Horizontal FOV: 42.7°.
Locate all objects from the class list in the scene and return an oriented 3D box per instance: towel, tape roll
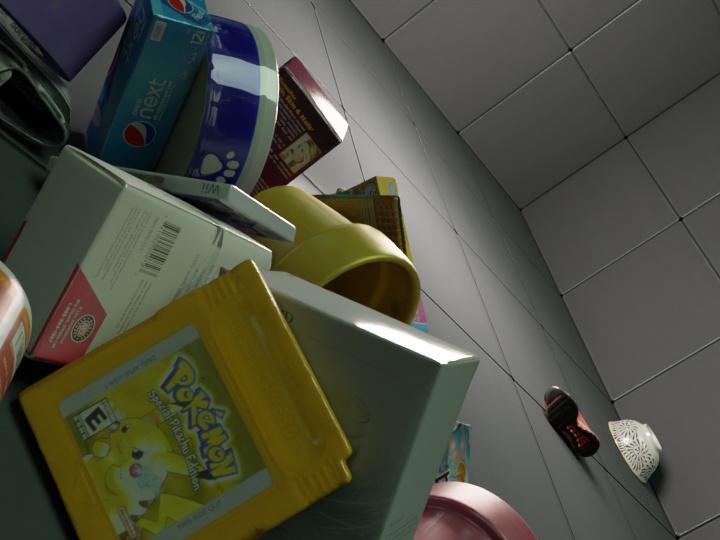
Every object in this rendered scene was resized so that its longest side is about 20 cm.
[{"bbox_3d":[-0.021,-0.022,1.146,0.022,0.198,0.149,-23,110,-47],"label":"towel"},{"bbox_3d":[-0.322,-0.281,0.869,0.199,0.085,0.200,40,-8,7],"label":"tape roll"}]

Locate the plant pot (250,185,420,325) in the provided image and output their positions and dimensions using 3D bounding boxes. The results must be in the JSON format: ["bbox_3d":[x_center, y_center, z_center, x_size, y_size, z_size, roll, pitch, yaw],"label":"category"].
[{"bbox_3d":[-0.061,0.008,1.059,0.189,0.201,0.200,49,10,35],"label":"plant pot"}]

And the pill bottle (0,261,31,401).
[{"bbox_3d":[-0.261,0.073,0.503,0.112,0.111,0.201,48,19,-24],"label":"pill bottle"}]

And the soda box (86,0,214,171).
[{"bbox_3d":[-0.217,-0.186,0.929,0.063,0.201,0.069,8,44,-33],"label":"soda box"}]

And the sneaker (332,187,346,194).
[{"bbox_3d":[-0.056,-0.063,1.309,0.068,0.107,0.202,54,18,-6],"label":"sneaker"}]

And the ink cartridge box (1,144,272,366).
[{"bbox_3d":[-0.183,0.008,0.756,0.082,0.148,0.199,30,1,31],"label":"ink cartridge box"}]

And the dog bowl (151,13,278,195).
[{"bbox_3d":[-0.165,-0.166,0.976,0.078,0.201,0.202,8,45,-32],"label":"dog bowl"}]

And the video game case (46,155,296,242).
[{"bbox_3d":[-0.176,-0.066,0.875,0.143,0.197,0.018,35,68,-66],"label":"video game case"}]

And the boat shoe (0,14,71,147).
[{"bbox_3d":[-0.339,-0.183,0.828,0.200,0.071,0.068,49,15,-46],"label":"boat shoe"}]

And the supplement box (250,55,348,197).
[{"bbox_3d":[-0.125,-0.151,1.120,0.111,0.199,0.086,50,17,-14],"label":"supplement box"}]

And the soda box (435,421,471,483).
[{"bbox_3d":[0.076,0.266,1.008,0.063,0.067,0.204,27,63,-57],"label":"soda box"}]

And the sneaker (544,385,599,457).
[{"bbox_3d":[0.477,0.344,2.142,0.201,0.073,0.087,55,3,-18],"label":"sneaker"}]

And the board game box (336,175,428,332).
[{"bbox_3d":[0.000,0.000,1.187,0.040,0.152,0.204,0,73,-48],"label":"board game box"}]

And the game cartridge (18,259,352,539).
[{"bbox_3d":[-0.123,0.116,0.661,0.178,0.198,0.032,60,0,13],"label":"game cartridge"}]

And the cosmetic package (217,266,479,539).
[{"bbox_3d":[-0.038,0.126,0.739,0.197,0.203,0.123,21,4,21],"label":"cosmetic package"}]

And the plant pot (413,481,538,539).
[{"bbox_3d":[0.057,0.317,0.843,0.178,0.199,0.202,-10,66,-54],"label":"plant pot"}]

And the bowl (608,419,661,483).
[{"bbox_3d":[0.825,0.514,2.717,0.201,0.093,0.202,50,19,-23],"label":"bowl"}]
